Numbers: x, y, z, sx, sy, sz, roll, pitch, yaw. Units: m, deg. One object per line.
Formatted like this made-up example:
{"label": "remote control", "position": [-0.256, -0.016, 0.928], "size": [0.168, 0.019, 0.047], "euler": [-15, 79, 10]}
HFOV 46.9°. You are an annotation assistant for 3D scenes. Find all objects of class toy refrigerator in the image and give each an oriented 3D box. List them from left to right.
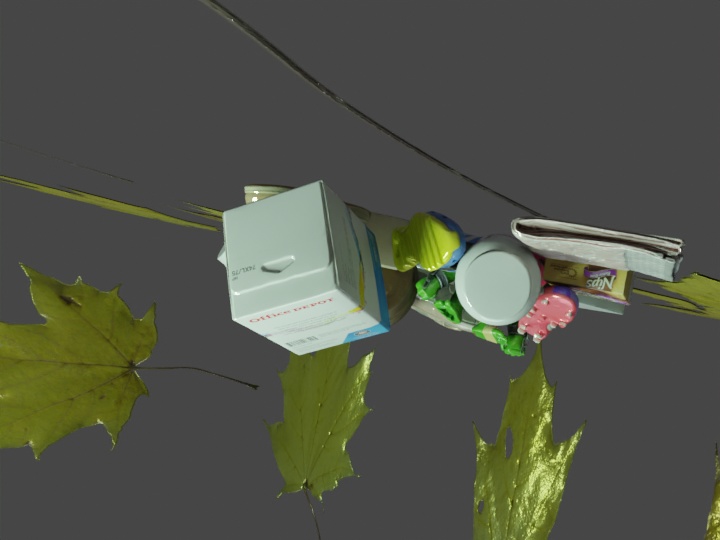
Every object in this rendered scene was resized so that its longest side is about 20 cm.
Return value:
{"label": "toy refrigerator", "position": [-0.029, -0.058, 1.275], "size": [0.195, 0.078, 0.070], "euler": [11, 178, -7]}

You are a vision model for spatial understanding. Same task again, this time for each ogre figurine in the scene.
{"label": "ogre figurine", "position": [0.193, 0.037, 1.319], "size": [0.197, 0.121, 0.099], "euler": [24, 160, 10]}

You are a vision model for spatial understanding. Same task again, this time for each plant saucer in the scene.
{"label": "plant saucer", "position": [0.000, 0.000, 1.316], "size": [0.195, 0.204, 0.030], "euler": [12, 152, -6]}

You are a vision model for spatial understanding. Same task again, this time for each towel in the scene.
{"label": "towel", "position": [0.286, -0.025, 0.993], "size": [0.187, 0.033, 0.200], "euler": [11, 177, 21]}

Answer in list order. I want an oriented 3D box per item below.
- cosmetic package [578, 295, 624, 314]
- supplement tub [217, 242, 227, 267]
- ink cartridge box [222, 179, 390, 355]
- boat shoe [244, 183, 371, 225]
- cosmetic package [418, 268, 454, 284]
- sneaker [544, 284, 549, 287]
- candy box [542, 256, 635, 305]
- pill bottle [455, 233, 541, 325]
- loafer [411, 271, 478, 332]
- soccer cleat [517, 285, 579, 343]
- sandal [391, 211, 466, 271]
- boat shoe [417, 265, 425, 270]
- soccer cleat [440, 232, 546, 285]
{"label": "cosmetic package", "position": [0.398, 0.038, 1.637], "size": [0.148, 0.053, 0.198], "euler": [11, 179, -36]}
{"label": "supplement tub", "position": [-0.123, -0.012, 1.381], "size": [0.199, 0.133, 0.132], "euler": [38, 171, -14]}
{"label": "ink cartridge box", "position": [-0.066, 0.004, 1.079], "size": [0.144, 0.149, 0.200], "euler": [-15, 158, 15]}
{"label": "boat shoe", "position": [-0.075, -0.074, 1.175], "size": [0.196, 0.071, 0.073], "euler": [13, 178, -28]}
{"label": "cosmetic package", "position": [0.088, -0.023, 1.621], "size": [0.197, 0.075, 0.102], "euler": [13, 178, -41]}
{"label": "sneaker", "position": [0.303, 0.013, 1.576], "size": [0.198, 0.082, 0.086], "euler": [23, -168, 33]}
{"label": "candy box", "position": [0.341, 0.007, 1.225], "size": [0.114, 0.058, 0.199], "euler": [11, 177, 21]}
{"label": "pill bottle", "position": [0.181, 0.011, 1.088], "size": [0.110, 0.115, 0.200], "euler": [11, -173, 10]}
{"label": "loafer", "position": [0.144, 0.061, 1.518], "size": [0.198, 0.072, 0.064], "euler": [29, 143, 19]}
{"label": "soccer cleat", "position": [0.277, 0.047, 1.212], "size": [0.066, 0.077, 0.200], "euler": [27, 163, 7]}
{"label": "sandal", "position": [0.105, -0.042, 1.128], "size": [0.085, 0.081, 0.200], "euler": [-9, -176, -13]}
{"label": "boat shoe", "position": [0.027, -0.043, 1.408], "size": [0.196, 0.073, 0.070], "euler": [12, 178, 2]}
{"label": "soccer cleat", "position": [0.191, -0.025, 1.257], "size": [0.195, 0.071, 0.087], "euler": [12, -163, -3]}
